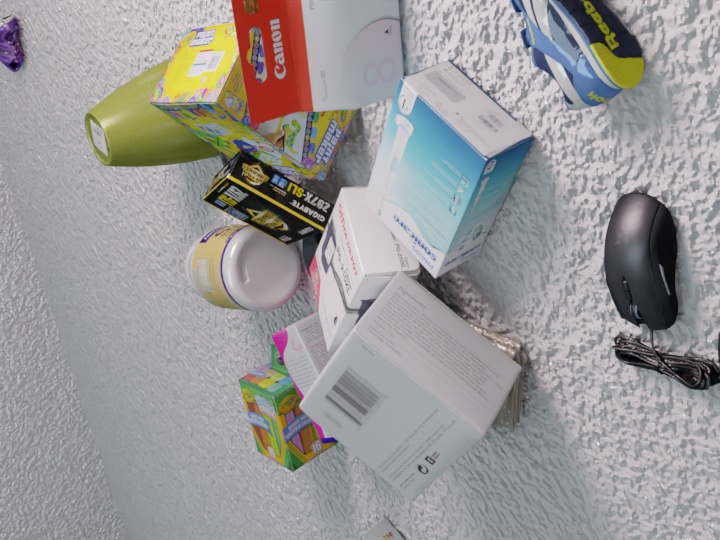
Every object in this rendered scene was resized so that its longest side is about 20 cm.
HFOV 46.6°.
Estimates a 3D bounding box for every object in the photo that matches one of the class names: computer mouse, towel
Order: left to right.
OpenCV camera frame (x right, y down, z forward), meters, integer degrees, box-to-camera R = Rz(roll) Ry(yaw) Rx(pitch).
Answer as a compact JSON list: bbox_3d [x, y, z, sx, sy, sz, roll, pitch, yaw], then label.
[{"bbox_3d":[0.131,0.124,1.123,0.198,0.034,0.134,23,126,35],"label":"towel"},{"bbox_3d":[0.298,0.030,0.826,0.140,0.046,0.203,23,130,48],"label":"computer mouse"}]

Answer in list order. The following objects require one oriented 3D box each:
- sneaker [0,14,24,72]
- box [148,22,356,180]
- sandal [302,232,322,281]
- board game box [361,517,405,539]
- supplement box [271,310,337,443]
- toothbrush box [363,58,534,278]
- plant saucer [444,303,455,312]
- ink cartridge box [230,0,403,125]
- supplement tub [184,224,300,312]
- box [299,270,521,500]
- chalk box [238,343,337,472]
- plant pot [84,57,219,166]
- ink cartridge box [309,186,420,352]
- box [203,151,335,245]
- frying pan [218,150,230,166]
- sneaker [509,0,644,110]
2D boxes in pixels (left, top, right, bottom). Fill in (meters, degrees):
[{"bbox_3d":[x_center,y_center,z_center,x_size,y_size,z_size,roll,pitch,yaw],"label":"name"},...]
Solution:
[{"bbox_3d":[-0.884,-0.574,2.122,0.084,0.081,0.200,49,156,0],"label":"sneaker"},{"bbox_3d":[-0.146,-0.227,1.137,0.192,0.123,0.199,33,168,-38],"label":"box"},{"bbox_3d":[-0.042,0.023,1.323,0.076,0.042,0.203,-5,107,64],"label":"sandal"},{"bbox_3d":[0.056,0.575,1.545,0.147,0.064,0.202,44,144,28],"label":"board game box"},{"bbox_3d":[-0.049,0.168,1.377,0.101,0.103,0.202,-26,91,58],"label":"supplement box"},{"bbox_3d":[0.096,-0.116,0.984,0.147,0.085,0.201,47,144,24],"label":"toothbrush box"},{"bbox_3d":[0.122,0.133,1.183,0.070,0.019,0.203,16,123,50],"label":"plant saucer"},{"bbox_3d":[-0.042,-0.264,0.973,0.057,0.198,0.165,28,134,45],"label":"ink cartridge box"},{"bbox_3d":[-0.208,-0.005,1.448,0.199,0.144,0.147,1,113,54],"label":"supplement tub"},{"bbox_3d":[0.059,0.148,1.058,0.199,0.131,0.200,38,136,4],"label":"box"},{"bbox_3d":[-0.132,0.235,1.523,0.124,0.123,0.203,12,122,51],"label":"chalk box"},{"bbox_3d":[-0.366,-0.258,1.449,0.186,0.199,0.189,34,137,39],"label":"plant pot"},{"bbox_3d":[0.000,0.000,1.162,0.201,0.083,0.146,116,145,-52],"label":"ink cartridge box"},{"bbox_3d":[-0.143,-0.103,1.260,0.158,0.050,0.200,30,166,-16],"label":"box"},{"bbox_3d":[-0.206,-0.234,1.392,0.114,0.031,0.192,31,132,42],"label":"frying pan"},{"bbox_3d":[0.180,-0.240,0.789,0.202,0.073,0.082,61,150,7],"label":"sneaker"}]
